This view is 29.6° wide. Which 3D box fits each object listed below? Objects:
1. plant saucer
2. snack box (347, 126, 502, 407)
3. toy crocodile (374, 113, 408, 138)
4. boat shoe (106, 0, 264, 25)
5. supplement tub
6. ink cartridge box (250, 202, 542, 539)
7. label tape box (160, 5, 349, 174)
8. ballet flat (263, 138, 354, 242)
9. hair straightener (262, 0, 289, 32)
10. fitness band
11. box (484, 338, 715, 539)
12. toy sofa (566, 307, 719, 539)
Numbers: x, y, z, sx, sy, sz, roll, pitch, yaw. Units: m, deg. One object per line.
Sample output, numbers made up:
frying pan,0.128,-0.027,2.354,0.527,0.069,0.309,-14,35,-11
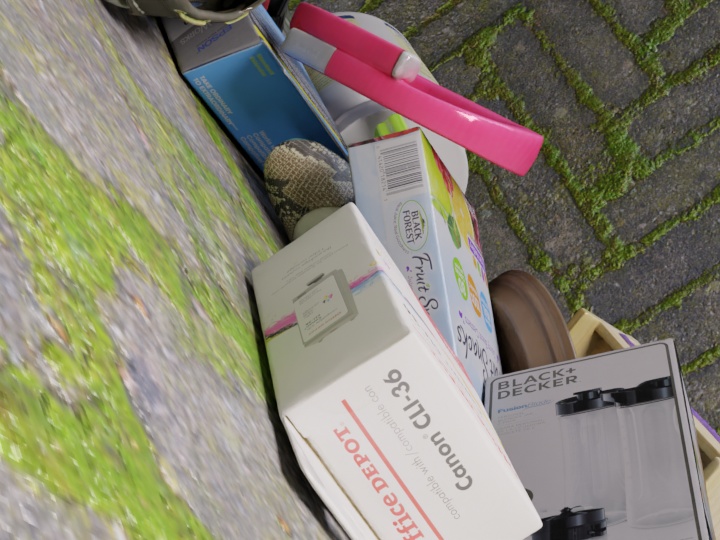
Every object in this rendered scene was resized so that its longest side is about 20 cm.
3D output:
plant saucer,0.102,0.101,0.923,0.200,0.029,0.202,175,-90,-75
snack box,0.048,0.033,0.837,0.142,0.053,0.201,44,36,-63
toy crocodile,0.027,-0.024,0.996,0.068,0.061,0.201,-115,-159,-48
boat shoe,-0.077,-0.185,0.828,0.060,0.073,0.201,21,24,22
supplement tub,0.003,-0.115,1.118,0.145,0.144,0.200,54,6,-32
ink cartridge box,0.015,0.062,0.612,0.117,0.067,0.200,55,6,-24
label tape box,-0.069,-0.123,0.950,0.144,0.063,0.200,51,8,-41
ballet flat,0.000,0.000,0.908,0.076,0.067,0.200,-96,159,-46
hair straightener,-0.067,-0.206,1.087,0.041,0.077,0.200,48,-24,12
fitness band,0.031,-0.119,0.887,0.143,0.038,0.200,20,11,-47
box,0.122,0.120,0.712,0.200,0.116,0.060,-74,147,-62
toy sofa,0.193,0.118,0.896,0.097,0.083,0.200,29,14,-30
